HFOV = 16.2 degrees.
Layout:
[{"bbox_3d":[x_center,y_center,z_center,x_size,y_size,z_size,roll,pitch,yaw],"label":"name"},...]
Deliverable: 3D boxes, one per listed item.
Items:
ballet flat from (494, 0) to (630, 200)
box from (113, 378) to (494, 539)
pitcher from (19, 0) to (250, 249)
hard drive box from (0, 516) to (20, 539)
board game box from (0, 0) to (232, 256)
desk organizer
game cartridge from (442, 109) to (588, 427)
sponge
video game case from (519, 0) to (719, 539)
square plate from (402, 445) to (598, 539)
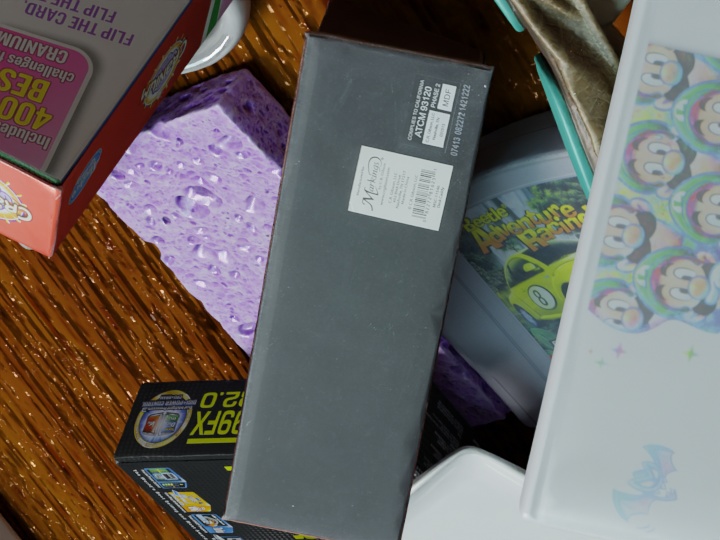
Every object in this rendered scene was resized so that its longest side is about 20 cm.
[{"bbox_3d":[0.083,-0.091,0.891,0.072,0.068,0.200,-28,105,8],"label":"ballet flat"},{"bbox_3d":[0.004,0.120,1.184,0.160,0.044,0.200,-3,144,33],"label":"box"},{"bbox_3d":[-0.160,-0.118,1.015,0.200,0.121,0.171,37,124,-26],"label":"pitcher"},{"bbox_3d":[-0.262,0.190,1.391,0.077,0.156,0.200,-5,132,39],"label":"hard drive box"},{"bbox_3d":[-0.126,-0.116,0.904,0.153,0.200,0.040,26,144,8],"label":"board game box"},{"bbox_3d":[0.000,0.000,0.995,0.071,0.077,0.201,11,109,1],"label":"desk organizer"},{"bbox_3d":[0.099,-0.005,1.017,0.200,0.041,0.133,-19,118,47],"label":"game cartridge"},{"bbox_3d":[-0.026,0.002,1.117,0.111,0.030,0.200,-16,123,47],"label":"sponge"},{"bbox_3d":[0.163,0.010,0.863,0.181,0.024,0.201,12,102,2],"label":"video game case"},{"bbox_3d":[0.055,0.156,1.135,0.198,0.029,0.200,29,130,-29],"label":"square plate"}]
